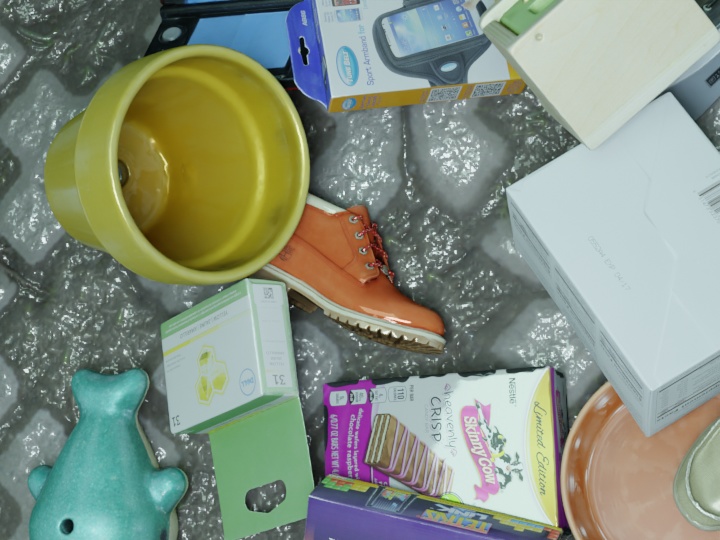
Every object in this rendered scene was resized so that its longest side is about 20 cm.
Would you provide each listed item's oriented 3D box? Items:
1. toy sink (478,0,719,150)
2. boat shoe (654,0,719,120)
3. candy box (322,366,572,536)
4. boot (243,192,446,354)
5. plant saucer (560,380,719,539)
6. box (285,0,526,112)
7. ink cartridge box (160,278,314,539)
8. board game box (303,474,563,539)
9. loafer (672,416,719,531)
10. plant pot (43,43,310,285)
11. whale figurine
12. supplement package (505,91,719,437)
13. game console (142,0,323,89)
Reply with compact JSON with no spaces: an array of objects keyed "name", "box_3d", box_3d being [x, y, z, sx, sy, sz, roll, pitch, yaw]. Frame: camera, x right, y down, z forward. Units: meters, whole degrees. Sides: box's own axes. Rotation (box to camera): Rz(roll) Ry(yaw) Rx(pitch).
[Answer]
[{"name":"toy sink","box_3d":[0.178,-0.194,1.233,0.130,0.200,0.112,-41,104,8]},{"name":"boat shoe","box_3d":[0.264,-0.174,1.287,0.200,0.070,0.066,-42,51,11]},{"name":"candy box","box_3d":[0.071,0.155,1.289,0.199,0.061,0.137,-6,77,19]},{"name":"boot","box_3d":[0.000,0.000,1.345,0.200,0.075,0.107,26,84,24]},{"name":"plant saucer","box_3d":[0.258,0.166,1.218,0.200,0.032,0.201,-3,74,10]},{"name":"box","box_3d":[0.038,-0.204,1.343,0.199,0.041,0.119,-7,75,-11]},{"name":"ink cartridge box","box_3d":[-0.107,0.123,1.336,0.145,0.048,0.201,-26,66,47]},{"name":"board game box","box_3d":[0.050,0.267,1.236,0.199,0.057,0.166,10,106,16]},{"name":"loafer","box_3d":[0.315,0.115,1.170,0.200,0.068,0.076,-43,71,-4]},{"name":"plant pot","box_3d":[-0.177,-0.087,1.355,0.189,0.200,0.201,-1,76,51]},{"name":"whale figurine","box_3d":[-0.231,0.185,1.367,0.159,0.104,0.201,0,85,21]},{"name":"supplement package","box_3d":[0.233,-0.005,1.208,0.156,0.111,0.200,-30,65,-5]},{"name":"game console","box_3d":[-0.112,-0.256,1.407,0.199,0.119,0.173,-1,45,21]}]
